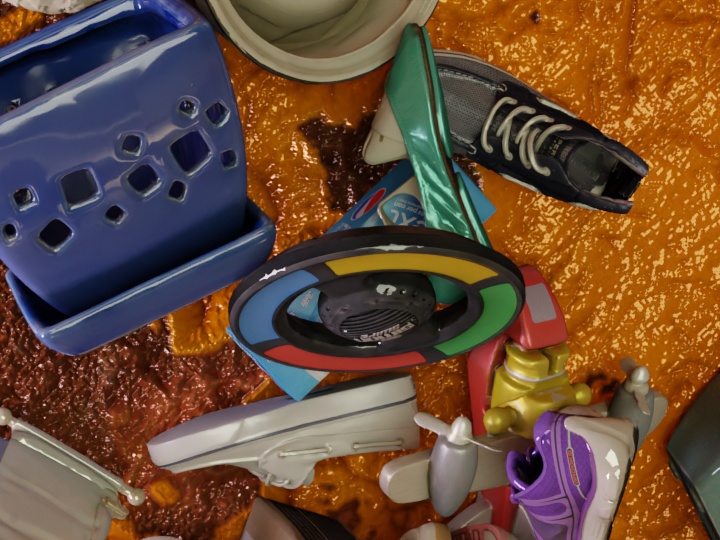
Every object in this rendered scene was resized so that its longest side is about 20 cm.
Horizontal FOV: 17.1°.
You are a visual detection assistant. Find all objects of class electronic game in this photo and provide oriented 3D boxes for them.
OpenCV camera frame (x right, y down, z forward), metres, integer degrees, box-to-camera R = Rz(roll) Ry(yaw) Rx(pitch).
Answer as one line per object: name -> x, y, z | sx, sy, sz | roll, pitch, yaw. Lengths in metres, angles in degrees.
electronic game -> 0.011, 0.023, 1.602 | 0.200, 0.200, 0.042 | 0, 64, -13

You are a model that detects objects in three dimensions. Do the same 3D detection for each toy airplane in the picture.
toy airplane -> 0.124, 0.123, 1.726 | 0.199, 0.141, 0.200 | 44, 72, -33

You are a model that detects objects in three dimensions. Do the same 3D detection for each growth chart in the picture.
growth chart -> -0.233, 0.169, 1.638 | 0.145, 0.200, 0.018 | 35, 121, -7

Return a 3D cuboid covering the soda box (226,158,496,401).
soda box -> 0.000, 0.000, 1.720 | 0.200, 0.068, 0.064 | -45, 104, -4

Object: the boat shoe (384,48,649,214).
boat shoe -> 0.117, -0.101, 1.722 | 0.200, 0.093, 0.075 | 23, 91, -15

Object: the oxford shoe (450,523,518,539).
oxford shoe -> 0.081, 0.240, 1.728 | 0.075, 0.200, 0.070 | 6, 57, -20

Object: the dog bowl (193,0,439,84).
dog bowl -> -0.039, -0.233, 1.661 | 0.200, 0.074, 0.200 | -6, 102, -28

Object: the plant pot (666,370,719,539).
plant pot -> 0.342, 0.147, 1.763 | 0.200, 0.196, 0.196 | -27, 102, 2

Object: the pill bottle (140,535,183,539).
pill bottle -> -0.151, 0.263, 1.643 | 0.111, 0.200, 0.111 | 2, 112, 6

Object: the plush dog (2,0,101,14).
plush dog -> -0.201, -0.254, 1.616 | 0.200, 0.160, 0.172 | -3, 121, -13

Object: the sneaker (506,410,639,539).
sneaker -> 0.138, 0.155, 1.648 | 0.083, 0.200, 0.081 | 17, 51, 8

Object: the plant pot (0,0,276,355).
plant pot -> -0.174, -0.065, 1.612 | 0.200, 0.200, 0.180 | -26, 109, -9

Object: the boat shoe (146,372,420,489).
boat shoe -> -0.052, 0.125, 1.727 | 0.200, 0.072, 0.066 | -13, 95, -19

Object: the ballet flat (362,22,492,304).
ballet flat -> 0.040, -0.068, 1.656 | 0.070, 0.067, 0.200 | -17, 96, 4

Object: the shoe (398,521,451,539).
shoe -> 0.009, 0.255, 1.716 | 0.053, 0.070, 0.200 | 13, 126, -21

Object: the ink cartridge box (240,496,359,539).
ink cartridge box -> -0.060, 0.277, 1.692 | 0.075, 0.165, 0.200 | 20, 92, -15
